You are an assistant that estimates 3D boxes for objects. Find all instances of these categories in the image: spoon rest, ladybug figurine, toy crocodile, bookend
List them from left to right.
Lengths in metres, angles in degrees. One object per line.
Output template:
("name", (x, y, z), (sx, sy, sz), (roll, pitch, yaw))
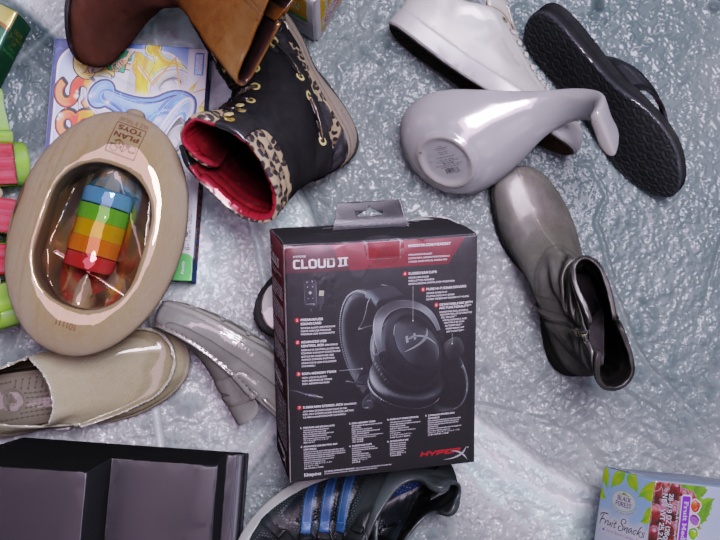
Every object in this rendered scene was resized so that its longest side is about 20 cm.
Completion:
("toy crocodile", (-0.306, -0.051, 0.793), (0.067, 0.061, 0.202), (-1, 89, -39))
("ladybug figurine", (-0.206, -0.031, 0.770), (0.134, 0.072, 0.202), (20, 86, -2))
("bookend", (-0.191, 0.187, 0.725), (0.198, 0.199, 0.093), (4, 85, -3))
("spoon rest", (0.119, -0.111, 0.788), (0.061, 0.199, 0.100), (-54, 127, -38))

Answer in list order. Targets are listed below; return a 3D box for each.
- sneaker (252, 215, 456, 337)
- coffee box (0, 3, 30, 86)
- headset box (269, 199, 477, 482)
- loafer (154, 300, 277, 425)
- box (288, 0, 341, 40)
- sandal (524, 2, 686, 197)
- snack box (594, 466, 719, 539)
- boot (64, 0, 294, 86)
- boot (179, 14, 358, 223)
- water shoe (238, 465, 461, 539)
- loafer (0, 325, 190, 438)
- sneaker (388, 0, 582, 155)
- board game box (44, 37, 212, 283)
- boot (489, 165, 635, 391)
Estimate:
("sneaker", (0.000, 0.000, 0.810), (0.198, 0.080, 0.074), (-24, 88, -3))
("coffee box", (-0.383, -0.154, 0.821), (0.122, 0.044, 0.201), (26, 85, -1))
("headset box", (0.009, 0.048, 0.735), (0.147, 0.077, 0.202), (-5, 102, -13))
("loafer", (-0.089, 0.094, 0.795), (0.199, 0.070, 0.070), (33, 83, -7))
("box", (-0.033, -0.320, 0.821), (0.112, 0.101, 0.201), (30, 85, 1))
("sandal", (0.225, -0.155, 0.838), (0.048, 0.075, 0.201), (-36, 88, -22))
("snack box", (0.266, 0.270, 0.778), (0.167, 0.068, 0.202), (12, 86, -26))
("boot", (-0.132, -0.197, 0.732), (0.189, 0.068, 0.200), (-51, 58, 11))
("boot", (-0.095, -0.140, 0.770), (0.073, 0.151, 0.201), (-27, 105, 35))
("water shoe", (-0.013, 0.205, 0.782), (0.199, 0.079, 0.072), (-32, 121, -5))
("loafer", (-0.239, 0.097, 0.795), (0.198, 0.068, 0.076), (-18, 86, -4))
("sneaker", (0.125, -0.185, 0.832), (0.199, 0.073, 0.085), (39, 87, 2))
("board game box", (-0.202, -0.094, 0.829), (0.134, 0.034, 0.202), (3, 85, -2))
("boot", (0.172, -0.003, 0.791), (0.067, 0.131, 0.202), (-20, 86, -4))
